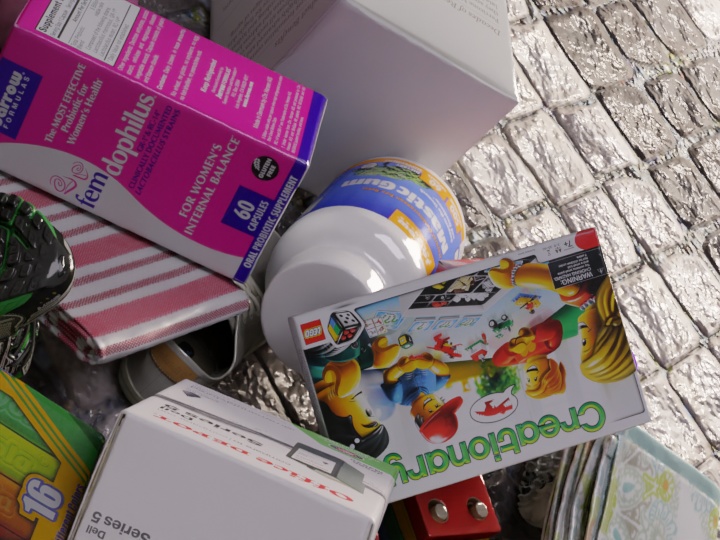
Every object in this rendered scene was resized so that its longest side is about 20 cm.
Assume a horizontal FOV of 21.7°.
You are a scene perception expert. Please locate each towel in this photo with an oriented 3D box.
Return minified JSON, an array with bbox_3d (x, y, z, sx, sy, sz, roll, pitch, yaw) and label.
[{"bbox_3d":[-0.179,-0.021,1.175,0.200,0.030,0.146,43,34,20],"label":"towel"},{"bbox_3d":[0.189,0.206,1.314,0.200,0.048,0.172,35,63,-46],"label":"towel"}]

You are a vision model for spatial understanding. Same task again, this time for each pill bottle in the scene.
[{"bbox_3d":[0.000,0.000,1.277,0.112,0.112,0.200,47,23,-4],"label":"pill bottle"}]

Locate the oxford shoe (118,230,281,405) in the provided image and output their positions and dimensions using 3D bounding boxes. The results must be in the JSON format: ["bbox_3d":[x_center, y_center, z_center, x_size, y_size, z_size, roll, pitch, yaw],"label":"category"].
[{"bbox_3d":[-0.090,0.025,1.247,0.075,0.058,0.200,45,37,-5],"label":"oxford shoe"}]

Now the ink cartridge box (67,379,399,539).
[{"bbox_3d":[-0.063,0.131,1.034,0.145,0.084,0.200,23,3,3],"label":"ink cartridge box"}]

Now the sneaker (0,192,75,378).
[{"bbox_3d":[-0.203,0.018,1.031,0.085,0.200,0.078,34,62,-23],"label":"sneaker"}]

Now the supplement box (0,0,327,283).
[{"bbox_3d":[-0.135,-0.093,1.190,0.199,0.101,0.104,25,30,-8],"label":"supplement box"}]

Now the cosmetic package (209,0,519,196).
[{"bbox_3d":[-0.003,-0.177,1.396,0.166,0.167,0.201,26,41,-28],"label":"cosmetic package"}]

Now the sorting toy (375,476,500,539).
[{"bbox_3d":[0.023,0.200,1.208,0.199,0.070,0.200,4,58,-43],"label":"sorting toy"}]

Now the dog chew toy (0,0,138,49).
[{"bbox_3d":[-0.206,-0.192,1.262,0.200,0.124,0.125,53,38,-9],"label":"dog chew toy"}]

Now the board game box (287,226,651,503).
[{"bbox_3d":[0.067,0.061,1.160,0.199,0.035,0.127,-17,90,-8],"label":"board game box"}]

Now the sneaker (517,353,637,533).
[{"bbox_3d":[0.183,0.145,1.417,0.100,0.069,0.200,45,42,-18],"label":"sneaker"}]

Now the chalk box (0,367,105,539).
[{"bbox_3d":[-0.257,0.102,0.966,0.200,0.124,0.125,35,41,-19],"label":"chalk box"}]

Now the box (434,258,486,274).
[{"bbox_3d":[0.104,0.051,1.297,0.094,0.103,0.200,18,5,15],"label":"box"}]
